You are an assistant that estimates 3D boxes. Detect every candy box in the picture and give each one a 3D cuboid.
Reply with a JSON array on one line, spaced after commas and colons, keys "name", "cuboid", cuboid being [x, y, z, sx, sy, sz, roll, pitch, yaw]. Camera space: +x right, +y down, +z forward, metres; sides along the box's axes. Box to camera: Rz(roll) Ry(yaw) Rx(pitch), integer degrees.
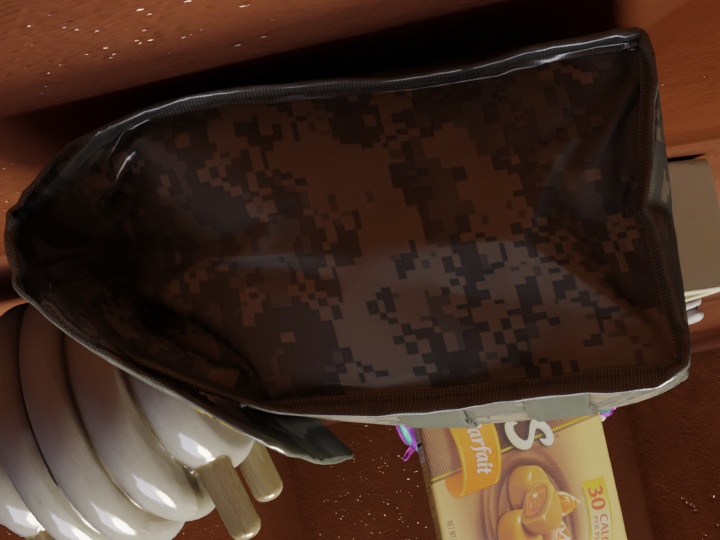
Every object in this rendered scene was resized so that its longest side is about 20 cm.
[{"name": "candy box", "cuboid": [0.094, 0.106, 1.409, 0.115, 0.201, 0.055, -11, 172, -4]}]

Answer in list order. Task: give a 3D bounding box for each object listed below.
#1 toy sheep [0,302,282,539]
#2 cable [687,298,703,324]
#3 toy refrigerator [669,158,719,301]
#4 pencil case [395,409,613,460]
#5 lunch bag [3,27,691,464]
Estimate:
[{"name": "toy sheep", "cuboid": [-0.115, 0.068, 0.984, 0.199, 0.138, 0.138, -23, 171, 13]}, {"name": "cable", "cuboid": [0.097, 0.023, 1.288, 0.199, 0.070, 0.200, -16, 173, 29]}, {"name": "toy refrigerator", "cuboid": [0.070, -0.001, 1.011, 0.199, 0.070, 0.076, -8, 173, -34]}, {"name": "pencil case", "cuboid": [0.124, 0.099, 1.906, 0.199, 0.093, 0.085, -12, 174, 8]}, {"name": "lunch bag", "cuboid": [0.000, 0.000, 0.695, 0.199, 0.118, 0.164, -7, 174, 7]}]
